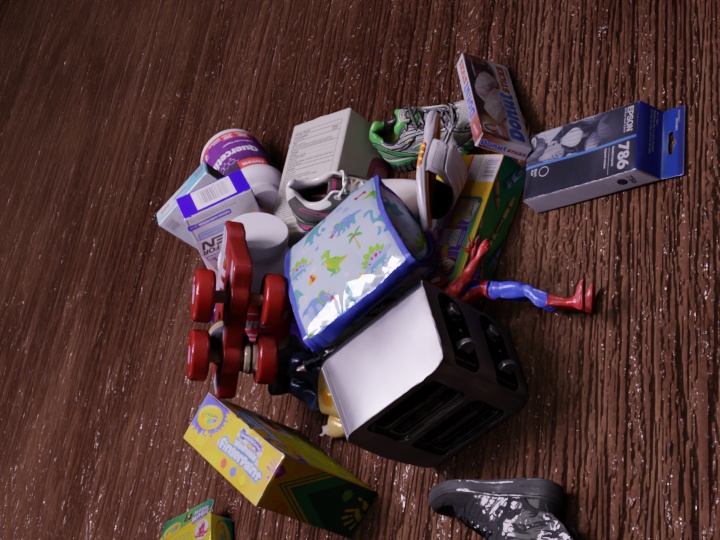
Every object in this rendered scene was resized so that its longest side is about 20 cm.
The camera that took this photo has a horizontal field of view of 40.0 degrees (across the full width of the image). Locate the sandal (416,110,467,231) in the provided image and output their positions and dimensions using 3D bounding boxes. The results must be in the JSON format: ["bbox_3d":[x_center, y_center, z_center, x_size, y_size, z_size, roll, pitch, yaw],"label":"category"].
[{"bbox_3d":[0.108,-0.137,1.266,0.059,0.079,0.207,0,45,10],"label":"sandal"}]

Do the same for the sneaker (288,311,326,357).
[{"bbox_3d":[-0.034,0.100,1.366,0.200,0.069,0.100,-1,70,53],"label":"sneaker"}]

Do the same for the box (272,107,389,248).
[{"bbox_3d":[-0.043,-0.120,1.478,0.128,0.109,0.201,-10,59,43],"label":"box"}]

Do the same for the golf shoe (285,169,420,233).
[{"bbox_3d":[-0.003,-0.092,1.313,0.199,0.088,0.078,-6,62,17],"label":"golf shoe"}]

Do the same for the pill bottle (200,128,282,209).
[{"bbox_3d":[-0.189,-0.148,1.648,0.113,0.112,0.200,-50,40,11],"label":"pill bottle"}]

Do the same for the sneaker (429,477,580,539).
[{"bbox_3d":[0.151,0.279,1.056,0.199,0.060,0.105,-14,52,37],"label":"sneaker"}]

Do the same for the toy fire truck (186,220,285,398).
[{"bbox_3d":[-0.167,0.054,1.286,0.168,0.112,0.201,-114,31,-64],"label":"toy fire truck"}]

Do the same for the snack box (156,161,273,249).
[{"bbox_3d":[-0.201,-0.070,1.541,0.116,0.200,0.037,-44,35,16],"label":"snack box"}]

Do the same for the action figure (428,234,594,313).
[{"bbox_3d":[0.171,-0.001,1.162,0.199,0.065,0.099,0,80,27],"label":"action figure"}]

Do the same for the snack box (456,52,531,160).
[{"bbox_3d":[0.175,-0.220,1.314,0.200,0.072,0.024,-94,25,-48],"label":"snack box"}]

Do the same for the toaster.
[{"bbox_3d":[0.067,0.126,1.143,0.200,0.181,0.119,-39,48,22],"label":"toaster"}]

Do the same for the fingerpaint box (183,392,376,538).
[{"bbox_3d":[-0.106,0.249,1.264,0.200,0.167,0.074,26,86,50],"label":"fingerpaint box"}]

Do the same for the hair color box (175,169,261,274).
[{"bbox_3d":[-0.187,-0.040,1.488,0.109,0.200,0.065,-26,43,-6],"label":"hair color box"}]

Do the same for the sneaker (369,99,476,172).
[{"bbox_3d":[0.096,-0.198,1.399,0.200,0.085,0.078,-17,54,39],"label":"sneaker"}]

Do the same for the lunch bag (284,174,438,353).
[{"bbox_3d":[0.000,0.000,1.214,0.170,0.127,0.200,-42,17,15],"label":"lunch bag"}]

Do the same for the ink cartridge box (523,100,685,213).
[{"bbox_3d":[0.291,-0.140,1.193,0.199,0.039,0.100,-15,56,40],"label":"ink cartridge box"}]

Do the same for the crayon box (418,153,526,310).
[{"bbox_3d":[0.128,-0.052,1.293,0.119,0.058,0.201,6,71,49],"label":"crayon box"}]

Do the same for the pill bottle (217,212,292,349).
[{"bbox_3d":[-0.151,0.022,1.425,0.112,0.112,0.201,-117,26,-47],"label":"pill bottle"}]

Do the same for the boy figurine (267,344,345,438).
[{"bbox_3d":[-0.030,0.169,1.298,0.200,0.064,0.125,23,113,35],"label":"boy figurine"}]

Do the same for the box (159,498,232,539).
[{"bbox_3d":[-0.230,0.429,1.377,0.117,0.048,0.201,-31,49,31],"label":"box"}]
